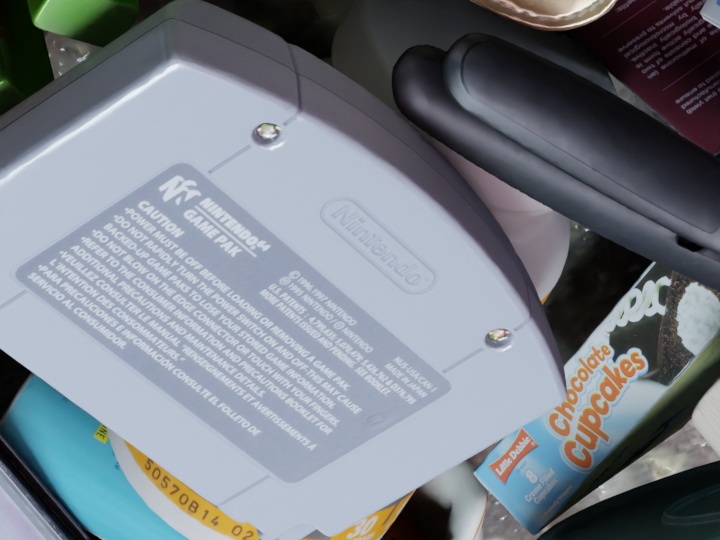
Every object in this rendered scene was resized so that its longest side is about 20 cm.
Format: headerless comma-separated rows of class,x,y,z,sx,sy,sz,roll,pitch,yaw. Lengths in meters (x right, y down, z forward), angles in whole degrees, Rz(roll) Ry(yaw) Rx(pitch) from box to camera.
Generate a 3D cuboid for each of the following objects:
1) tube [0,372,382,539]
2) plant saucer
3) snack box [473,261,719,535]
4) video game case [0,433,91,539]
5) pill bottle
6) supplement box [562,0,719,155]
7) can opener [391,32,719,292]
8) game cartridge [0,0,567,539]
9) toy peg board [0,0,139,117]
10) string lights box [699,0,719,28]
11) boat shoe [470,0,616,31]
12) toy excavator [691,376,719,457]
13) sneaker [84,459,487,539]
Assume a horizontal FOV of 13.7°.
tube,-0.037,0.099,1.071,0.200,0.078,0.050,29,128,3
plant saucer,0.140,0.089,1.053,0.199,0.028,0.200,-17,-177,1
snack box,0.131,0.005,1.073,0.116,0.037,0.200,-28,160,-52
video game case,-0.180,0.096,1.057,0.143,0.019,0.200,-28,117,19
pill bottle,0.000,0.000,1.008,0.116,0.117,0.200,9,133,-28
supplement box,0.093,-0.128,0.942,0.109,0.061,0.200,-35,136,18
can opener,0.095,-0.024,0.916,0.199,0.079,0.063,20,157,-25
game cartridge,-0.031,0.003,0.898,0.133,0.041,0.200,-28,134,23
toy peg board,-0.152,-0.102,0.853,0.199,0.098,0.200,13,130,-32
string lights box,0.198,-0.139,0.907,0.103,0.059,0.200,20,102,-43
boat shoe,0.010,-0.123,0.828,0.072,0.065,0.200,-35,127,19
toy excavator,0.218,-0.010,1.027,0.195,0.100,0.200,-48,159,27
sneaker,-0.043,0.101,1.136,0.199,0.079,0.080,-6,144,-30
